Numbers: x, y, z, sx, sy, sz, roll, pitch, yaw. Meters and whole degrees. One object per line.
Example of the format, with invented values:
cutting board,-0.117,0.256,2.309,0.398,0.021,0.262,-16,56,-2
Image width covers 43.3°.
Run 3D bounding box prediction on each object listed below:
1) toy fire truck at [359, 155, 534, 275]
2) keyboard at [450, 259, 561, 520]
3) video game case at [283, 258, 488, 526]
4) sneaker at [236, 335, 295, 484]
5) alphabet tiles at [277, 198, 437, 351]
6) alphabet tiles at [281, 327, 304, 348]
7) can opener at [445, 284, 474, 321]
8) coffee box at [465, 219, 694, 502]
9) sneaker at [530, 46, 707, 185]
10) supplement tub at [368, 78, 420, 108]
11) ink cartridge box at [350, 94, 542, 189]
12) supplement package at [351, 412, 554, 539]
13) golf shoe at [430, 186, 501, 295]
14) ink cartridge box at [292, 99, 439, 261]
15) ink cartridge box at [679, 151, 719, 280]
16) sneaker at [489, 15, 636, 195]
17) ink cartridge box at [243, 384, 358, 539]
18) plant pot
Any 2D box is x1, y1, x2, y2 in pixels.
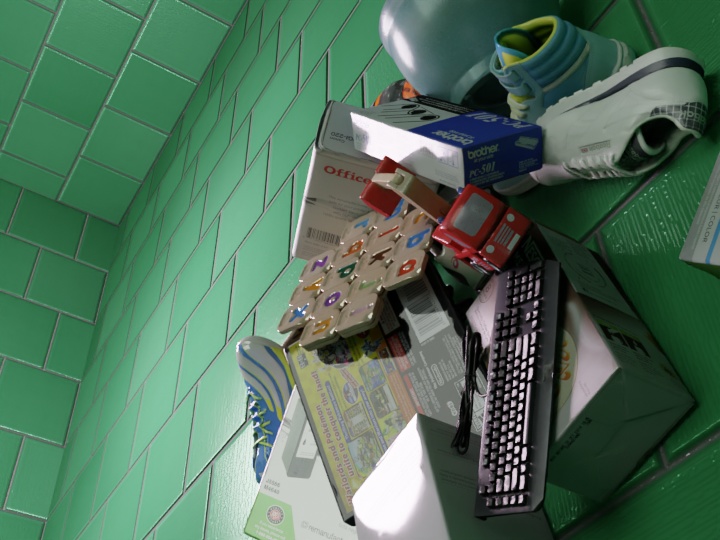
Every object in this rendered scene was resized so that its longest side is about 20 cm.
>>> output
toy fire truck,0.069,-0.054,0.803,0.049,0.141,0.200,-57,-1,-1
keyboard,0.108,0.093,0.712,0.127,0.020,0.201,-34,41,56
video game case,0.030,0.112,0.873,0.180,0.025,0.201,-32,53,11
sneaker,-0.091,0.174,1.017,0.075,0.201,0.105,-23,17,38
alphabet tiles,0.000,0.000,0.945,0.195,0.015,0.201,-25,29,34
alphabet tiles,-0.051,0.096,1.118,0.008,0.167,0.200,50,123,22
can opener,0.053,0.067,0.985,0.200,0.063,0.079,132,153,-55
coffee box,0.166,0.066,0.732,0.115,0.079,0.201,-56,25,26
sneaker,0.218,-0.115,0.804,0.200,0.076,0.081,-35,48,54
supplement tub,0.048,-0.156,1.149,0.200,0.122,0.123,-42,33,44
ink cartridge box,0.080,-0.131,0.897,0.200,0.093,0.045,31,133,54
supplement package,0.079,0.236,0.723,0.118,0.116,0.201,-56,25,25
golf shoe,0.107,-0.051,0.969,0.078,0.088,0.200,-59,22,22
ink cartridge box,0.007,-0.087,1.067,0.201,0.144,0.085,108,176,-54
ink cartridge box,0.300,-0.036,0.555,0.105,0.059,0.200,-68,22,-2
sneaker,0.160,-0.169,0.900,0.200,0.130,0.080,-51,29,34
ink cartridge box,-0.013,0.199,0.932,0.145,0.084,0.201,12,78,34
plant pot,0.135,-0.243,0.982,0.200,0.199,0.135,-45,58,42
